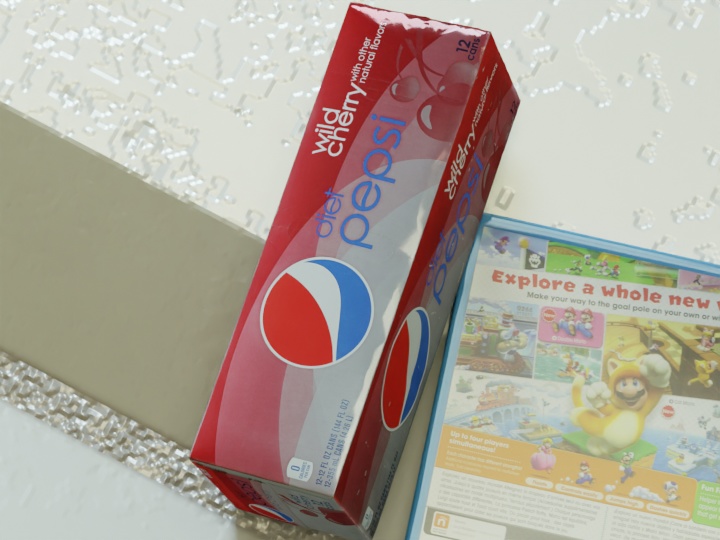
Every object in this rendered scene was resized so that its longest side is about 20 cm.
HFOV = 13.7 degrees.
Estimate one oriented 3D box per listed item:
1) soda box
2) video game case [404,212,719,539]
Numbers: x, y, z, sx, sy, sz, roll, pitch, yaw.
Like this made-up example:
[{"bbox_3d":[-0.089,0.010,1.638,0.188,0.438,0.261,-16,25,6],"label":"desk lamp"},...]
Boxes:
[{"bbox_3d":[0.000,0.000,1.183,0.063,0.070,0.200,13,73,19],"label":"soda box"},{"bbox_3d":[0.095,0.087,1.200,0.143,0.018,0.200,12,74,0],"label":"video game case"}]
